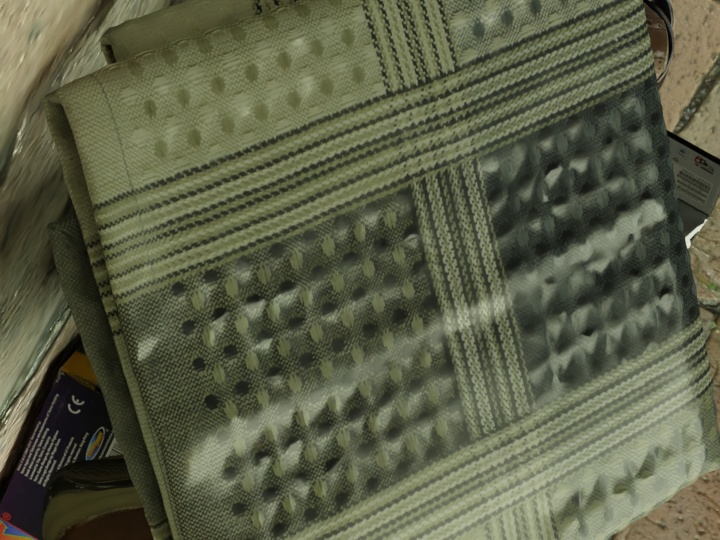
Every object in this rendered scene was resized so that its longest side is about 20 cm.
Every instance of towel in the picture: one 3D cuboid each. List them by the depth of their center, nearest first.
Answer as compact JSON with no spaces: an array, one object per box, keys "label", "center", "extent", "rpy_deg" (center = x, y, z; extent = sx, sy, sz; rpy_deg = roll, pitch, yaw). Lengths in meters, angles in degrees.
[{"label":"towel","center":[0.013,0.006,0.586],"extent":[0.200,0.193,0.035],"rpy_deg":[-24,-160,-31]}]

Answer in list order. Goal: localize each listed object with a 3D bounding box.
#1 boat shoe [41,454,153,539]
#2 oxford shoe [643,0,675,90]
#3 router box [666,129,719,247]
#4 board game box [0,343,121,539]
[{"label":"boat shoe","center":[-0.060,0.130,0.673],"extent":[0.200,0.075,0.074],"rpy_deg":[74,6,-58]},{"label":"oxford shoe","center":[0.078,-0.076,0.771],"extent":[0.200,0.073,0.071],"rpy_deg":[-59,149,-80]},{"label":"router box","center":[0.076,-0.038,1.137],"extent":[0.052,0.200,0.157],"rpy_deg":[-58,177,-48]},{"label":"board game box","center":[-0.100,0.087,0.850],"extent":[0.200,0.057,0.165],"rpy_deg":[-62,178,30]}]
